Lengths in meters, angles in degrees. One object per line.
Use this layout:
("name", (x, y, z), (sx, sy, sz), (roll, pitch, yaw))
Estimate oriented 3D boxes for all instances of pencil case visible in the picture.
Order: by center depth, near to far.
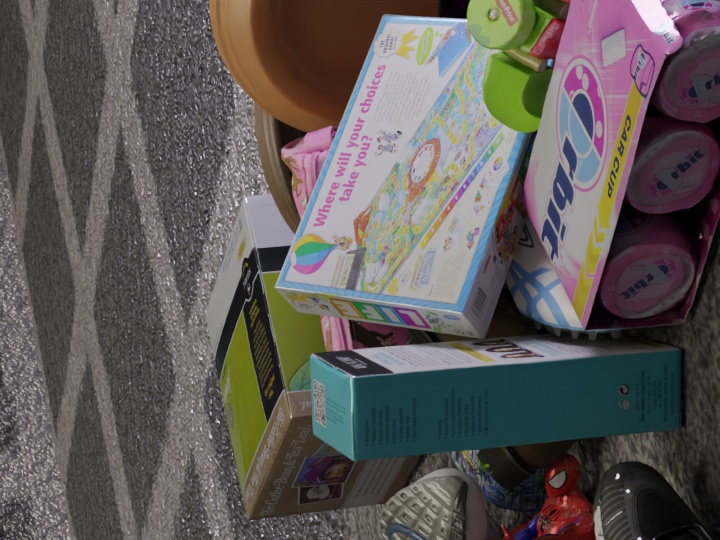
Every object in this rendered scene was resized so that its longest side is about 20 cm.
("pencil case", (0.000, 0.000, 1.355), (0.087, 0.082, 0.201), (-152, 53, -75))

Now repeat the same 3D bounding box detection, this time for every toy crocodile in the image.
("toy crocodile", (0.118, -0.176, 1.164), (0.062, 0.067, 0.201), (32, 108, 29))

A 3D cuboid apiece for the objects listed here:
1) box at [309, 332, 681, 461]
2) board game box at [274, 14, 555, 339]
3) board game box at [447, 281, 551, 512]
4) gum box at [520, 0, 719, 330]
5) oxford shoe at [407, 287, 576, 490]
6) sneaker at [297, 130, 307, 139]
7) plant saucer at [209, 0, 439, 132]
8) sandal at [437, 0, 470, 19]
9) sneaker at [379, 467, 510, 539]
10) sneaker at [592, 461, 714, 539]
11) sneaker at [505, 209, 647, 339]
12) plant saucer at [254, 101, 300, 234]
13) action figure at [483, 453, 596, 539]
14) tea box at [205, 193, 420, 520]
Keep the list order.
("box", (0.077, 0.069, 1.168), (0.082, 0.199, 0.049), (-159, 66, -71))
("board game box", (0.043, -0.062, 1.246), (0.034, 0.134, 0.201), (48, -123, -51))
("board game box", (0.077, 0.032, 1.395), (0.200, 0.061, 0.201), (-128, 36, -61))
("gum box", (0.153, -0.080, 1.112), (0.114, 0.066, 0.201), (-111, 23, -45))
("oxford shoe", (0.076, 0.029, 1.280), (0.201, 0.084, 0.073), (58, -162, 4))
("sneaker", (0.001, -0.088, 1.466), (0.073, 0.088, 0.201), (1, 128, 34))
("plant saucer", (0.001, -0.176, 1.349), (0.037, 0.199, 0.201), (-113, 25, -61))
("sandal", (0.082, -0.157, 1.309), (0.075, 0.048, 0.201), (16, 123, 29))
("sneaker", (0.065, 0.187, 1.382), (0.075, 0.087, 0.200), (44, 154, 25))
("sneaker", (0.186, 0.176, 1.081), (0.091, 0.066, 0.201), (112, 145, -50))
("sneaker", (0.117, -0.022, 1.235), (0.200, 0.072, 0.073), (-123, 27, -55))
("plant saucer", (-0.025, -0.099, 1.524), (0.200, 0.029, 0.201), (29, -124, -57))
("action figure", (0.104, 0.214, 1.298), (0.065, 0.099, 0.201), (-147, 57, -63))
("tea box", (-0.032, 0.068, 1.630), (0.200, 0.133, 0.198), (115, 147, -59))
